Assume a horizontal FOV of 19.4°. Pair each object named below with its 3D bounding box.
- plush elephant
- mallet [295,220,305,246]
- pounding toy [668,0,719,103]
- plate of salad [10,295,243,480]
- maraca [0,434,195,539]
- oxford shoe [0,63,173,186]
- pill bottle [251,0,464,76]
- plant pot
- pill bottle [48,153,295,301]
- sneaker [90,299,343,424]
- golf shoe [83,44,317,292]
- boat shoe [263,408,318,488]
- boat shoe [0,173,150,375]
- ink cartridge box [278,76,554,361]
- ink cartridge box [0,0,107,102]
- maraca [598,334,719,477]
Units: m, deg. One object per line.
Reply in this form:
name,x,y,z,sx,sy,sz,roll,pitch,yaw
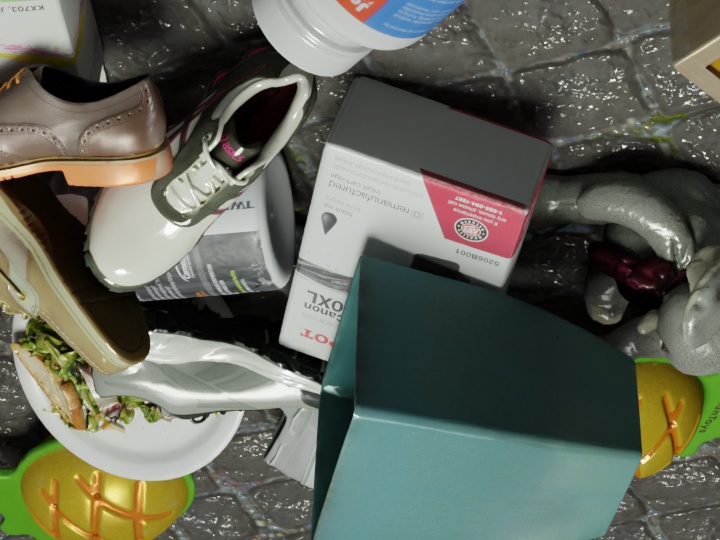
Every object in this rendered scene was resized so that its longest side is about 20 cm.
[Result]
plush elephant,0.216,0.017,1.471,0.199,0.155,0.165,-13,140,21
mallet,0.000,0.000,1.571,0.199,0.041,0.066,18,137,-12
pounding toy,0.300,-0.158,1.248,0.184,0.143,0.200,31,135,-32
plate of salad,-0.180,0.071,1.593,0.199,0.048,0.201,7,110,19
maraca,-0.233,0.185,1.768,0.199,0.107,0.137,-16,132,24
oxford shoe,-0.218,-0.098,1.337,0.199,0.071,0.073,0,115,7
pill bottle,0.025,-0.200,1.241,0.112,0.113,0.200,26,137,-26
plant pot,0.080,0.101,1.404,0.199,0.142,0.142,9,135,-7
pill bottle,-0.152,-0.031,1.481,0.199,0.107,0.106,-5,142,11
sneaker,-0.100,0.075,1.523,0.199,0.074,0.080,13,111,-4
golf shoe,-0.107,-0.068,1.370,0.077,0.088,0.200,41,88,-12
boat shoe,-0.038,0.099,1.679,0.068,0.072,0.200,18,144,2
boat shoe,-0.219,-0.005,1.413,0.066,0.200,0.074,-43,168,25
ink cartridge box,0.035,-0.016,1.459,0.145,0.084,0.201,19,134,4
ink cartridge box,-0.234,-0.153,1.360,0.116,0.068,0.200,-1,143,6
maraca,0.214,0.107,1.624,0.199,0.107,0.137,1,140,-24
